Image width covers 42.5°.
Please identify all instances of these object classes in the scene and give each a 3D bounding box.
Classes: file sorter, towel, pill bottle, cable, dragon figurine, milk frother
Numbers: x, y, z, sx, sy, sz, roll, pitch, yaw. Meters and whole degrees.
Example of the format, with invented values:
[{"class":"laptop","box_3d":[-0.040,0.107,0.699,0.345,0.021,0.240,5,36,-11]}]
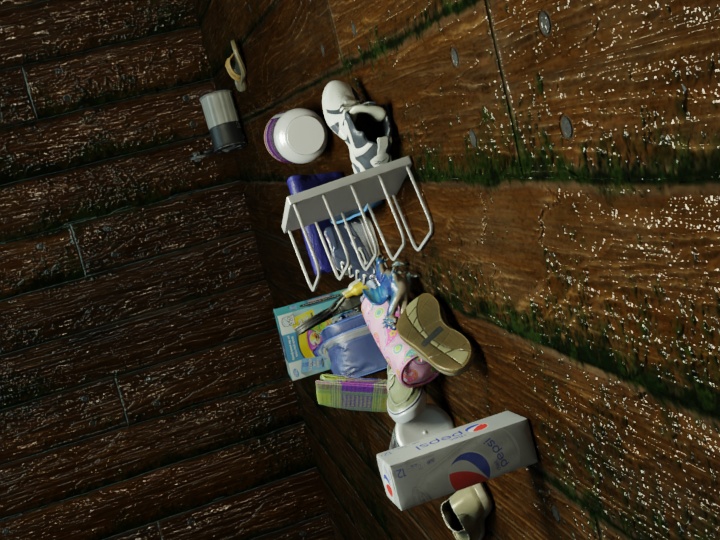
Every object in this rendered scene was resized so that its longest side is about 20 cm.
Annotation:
[{"class":"file sorter","box_3d":[-0.004,-0.067,1.425,0.139,0.199,0.125,119,130,-73]},{"class":"towel","box_3d":[-0.067,-0.093,1.809,0.049,0.147,0.201,-23,81,43]},{"class":"pill bottle","box_3d":[-0.133,-0.278,1.922,0.200,0.112,0.113,-153,48,-74]},{"class":"towel","box_3d":[0.017,0.232,1.740,0.144,0.199,0.023,91,-177,-62]},{"class":"cable","box_3d":[-0.051,0.064,1.797,0.050,0.199,0.097,64,161,-1]},{"class":"dragon figurine","box_3d":[0.044,0.031,1.557,0.200,0.059,0.100,44,116,54]},{"class":"pill bottle","box_3d":[0.104,0.318,1.643,0.200,0.106,0.107,97,154,-61]},{"class":"milk frother","box_3d":[-0.500,-0.481,3.109,0.180,0.199,0.189,148,106,-81]}]

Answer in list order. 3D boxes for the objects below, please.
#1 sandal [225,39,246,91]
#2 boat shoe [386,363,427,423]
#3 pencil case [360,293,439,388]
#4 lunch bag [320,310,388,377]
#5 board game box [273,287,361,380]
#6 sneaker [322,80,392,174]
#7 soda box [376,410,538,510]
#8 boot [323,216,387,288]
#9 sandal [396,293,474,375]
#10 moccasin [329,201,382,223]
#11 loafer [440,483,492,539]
[{"class":"sandal","box_3d":[-0.370,-0.592,2.717,0.200,0.054,0.081,100,151,-64]},{"class":"boat shoe","box_3d":[0.070,0.193,1.600,0.062,0.072,0.200,59,-168,-18]},{"class":"pencil case","box_3d":[0.068,0.108,1.588,0.200,0.087,0.088,-117,17,-47]},{"class":"lunch bag","box_3d":[-0.001,0.142,1.814,0.200,0.135,0.133,132,121,-77]},{"class":"board game box","box_3d":[-0.069,0.129,1.948,0.047,0.199,0.152,-135,31,-66]},{"class":"sneaker","box_3d":[-0.001,-0.249,1.462,0.130,0.079,0.200,108,149,-60]},{"class":"soda box","box_3d":[0.128,0.249,1.222,0.068,0.199,0.064,-175,69,-75]},{"class":"boot","box_3d":[0.000,0.000,1.735,0.073,0.090,0.201,106,147,-67]},{"class":"sandal","box_3d":[0.116,0.105,1.399,0.054,0.080,0.200,52,178,-35]},{"class":"moccasin","box_3d":[-0.014,-0.135,1.685,0.068,0.080,0.200,61,156,-6]},{"class":"loafer","box_3d":[0.170,0.408,1.549,0.200,0.068,0.076,91,159,-53]}]
